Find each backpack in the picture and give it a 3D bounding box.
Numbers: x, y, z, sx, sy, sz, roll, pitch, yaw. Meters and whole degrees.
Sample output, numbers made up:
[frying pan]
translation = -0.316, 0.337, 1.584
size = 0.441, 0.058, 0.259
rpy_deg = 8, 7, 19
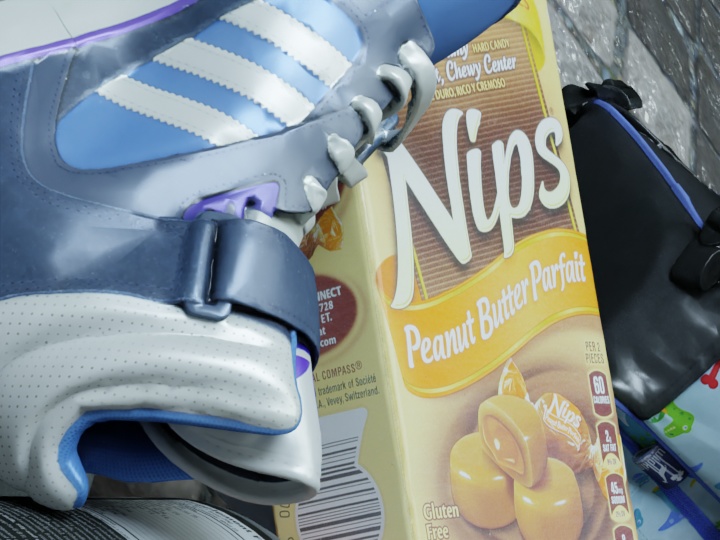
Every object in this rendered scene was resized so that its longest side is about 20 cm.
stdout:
[backpack]
translation = 0.135, 0.053, 1.198
size = 0.200, 0.147, 0.183
rpy_deg = 43, 6, -33

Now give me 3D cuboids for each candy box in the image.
[candy box]
translation = 0.019, 0.004, 0.859
size = 0.115, 0.055, 0.200
rpy_deg = 2, 77, -53

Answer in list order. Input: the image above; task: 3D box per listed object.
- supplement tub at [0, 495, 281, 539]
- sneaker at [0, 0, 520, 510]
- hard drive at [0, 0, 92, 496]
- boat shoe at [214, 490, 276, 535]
[supplement tub]
translation = -0.080, 0.118, 0.727
size = 0.200, 0.122, 0.123
rpy_deg = 10, 57, -58
[sneaker]
translation = -0.021, -0.010, 0.737
size = 0.147, 0.200, 0.081
rpy_deg = 64, -21, 19
[hard drive]
translation = -0.109, -0.024, 0.811
size = 0.140, 0.033, 0.200
rpy_deg = 38, 63, -46
[boat shoe]
translation = 0.006, 0.050, 0.930
size = 0.202, 0.075, 0.086
rpy_deg = 50, 36, -15
